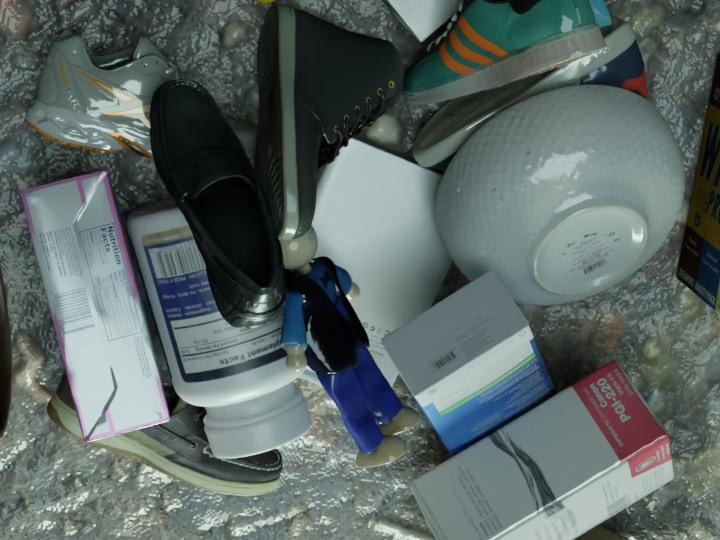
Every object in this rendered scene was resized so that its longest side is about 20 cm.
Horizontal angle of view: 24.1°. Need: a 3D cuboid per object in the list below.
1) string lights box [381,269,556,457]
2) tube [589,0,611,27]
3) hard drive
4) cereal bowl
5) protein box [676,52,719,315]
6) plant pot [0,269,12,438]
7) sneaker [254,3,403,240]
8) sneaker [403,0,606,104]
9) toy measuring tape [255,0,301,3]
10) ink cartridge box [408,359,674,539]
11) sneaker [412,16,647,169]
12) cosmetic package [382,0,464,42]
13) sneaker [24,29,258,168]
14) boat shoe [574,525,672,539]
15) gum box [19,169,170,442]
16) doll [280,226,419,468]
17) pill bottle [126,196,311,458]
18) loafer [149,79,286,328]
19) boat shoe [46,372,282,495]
[{"bbox_3d":[0.094,0.086,1.346,0.103,0.059,0.200,-32,152,-1],"label":"string lights box"},{"bbox_3d":[0.130,-0.264,1.255,0.077,0.050,0.200,-11,118,11],"label":"tube"},{"bbox_3d":[0.000,0.000,1.376,0.132,0.026,0.200,21,102,-18],"label":"hard drive"},{"bbox_3d":[0.165,-0.044,1.322,0.200,0.083,0.200,-12,136,-12],"label":"cereal bowl"},{"bbox_3d":[0.390,-0.061,1.381,0.198,0.135,0.200,4,107,-13],"label":"protein box"},{"bbox_3d":[-0.373,0.037,1.230,0.198,0.200,0.200,-7,109,-2],"label":"plant pot"},{"bbox_3d":[-0.019,-0.109,1.262,0.106,0.200,0.075,9,150,-18],"label":"sneaker"},{"bbox_3d":[0.099,-0.179,1.270,0.071,0.200,0.080,-20,95,-39],"label":"sneaker"},{"bbox_3d":[-0.025,-0.282,1.268,0.074,0.074,0.200,42,79,-21],"label":"toy measuring tape"},{"bbox_3d":[0.152,0.176,1.399,0.200,0.085,0.146,-33,156,-2],"label":"ink cartridge box"},{"bbox_3d":[0.141,-0.119,1.344,0.200,0.075,0.085,-29,116,2],"label":"sneaker"},{"bbox_3d":[0.092,-0.274,1.294,0.200,0.051,0.083,-40,115,3],"label":"cosmetic package"},{"bbox_3d":[-0.148,-0.128,1.281,0.200,0.076,0.092,11,101,-16],"label":"sneaker"},{"bbox_3d":[0.222,0.268,1.490,0.200,0.072,0.065,7,141,-8],"label":"boat shoe"},{"bbox_3d":[-0.198,0.021,1.266,0.066,0.114,0.200,-14,91,-7],"label":"gum box"},{"bbox_3d":[-0.020,0.047,1.288,0.048,0.136,0.200,-17,113,27],"label":"doll"},{"bbox_3d":[-0.102,0.038,1.306,0.111,0.111,0.200,-16,100,-7],"label":"pill bottle"},{"bbox_3d":[-0.099,-0.056,1.204,0.068,0.070,0.201,-14,68,-20],"label":"loafer"},{"bbox_3d":[-0.149,0.124,1.360,0.200,0.073,0.065,20,108,-17],"label":"boat shoe"}]
